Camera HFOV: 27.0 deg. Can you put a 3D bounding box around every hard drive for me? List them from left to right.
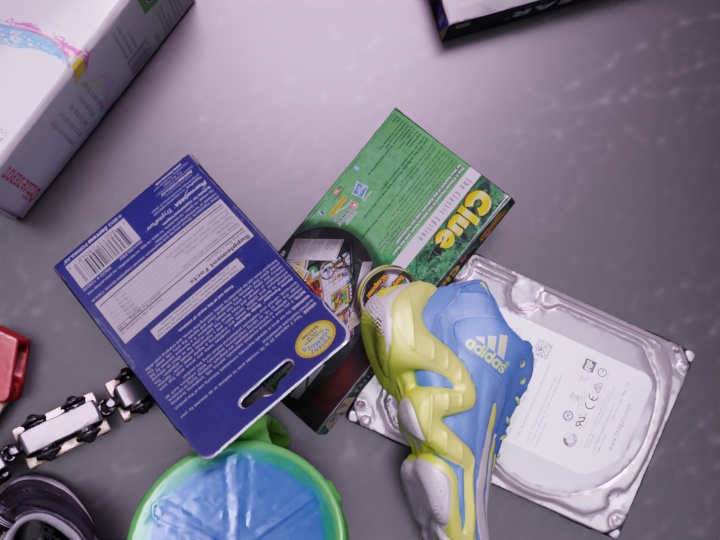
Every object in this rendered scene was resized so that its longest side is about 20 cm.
[{"bbox_3d":[0.107,0.078,1.011,0.200,0.038,0.140,25,85,0],"label":"hard drive"}]

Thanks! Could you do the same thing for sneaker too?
[{"bbox_3d":[-0.169,0.216,0.950,0.075,0.114,0.200,-43,89,-4],"label":"sneaker"},{"bbox_3d":[0.074,0.097,0.952,0.105,0.076,0.200,-18,101,-14],"label":"sneaker"}]

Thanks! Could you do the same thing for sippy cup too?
[{"bbox_3d":[-0.064,0.191,0.938,0.140,0.130,0.178,29,72,22],"label":"sippy cup"}]

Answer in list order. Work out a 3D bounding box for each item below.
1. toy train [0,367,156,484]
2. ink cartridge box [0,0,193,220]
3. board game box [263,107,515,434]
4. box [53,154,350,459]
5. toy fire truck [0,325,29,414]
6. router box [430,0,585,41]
[{"bbox_3d":[-0.191,0.103,0.976,0.200,0.046,0.034,-27,80,-17],"label":"toy train"},{"bbox_3d":[-0.202,-0.139,0.956,0.087,0.145,0.200,35,86,1],"label":"ink cartridge box"},{"bbox_3d":[0.000,0.000,0.994,0.105,0.023,0.200,40,91,21],"label":"board game box"},{"bbox_3d":[-0.100,0.025,0.957,0.121,0.032,0.200,-40,54,-4],"label":"box"},{"bbox_3d":[-0.315,0.114,0.983,0.141,0.049,0.200,21,86,-2],"label":"toy fire truck"},{"bbox_3d":[0.129,-0.262,1.026,0.200,0.052,0.157,-17,87,-3],"label":"router box"}]
